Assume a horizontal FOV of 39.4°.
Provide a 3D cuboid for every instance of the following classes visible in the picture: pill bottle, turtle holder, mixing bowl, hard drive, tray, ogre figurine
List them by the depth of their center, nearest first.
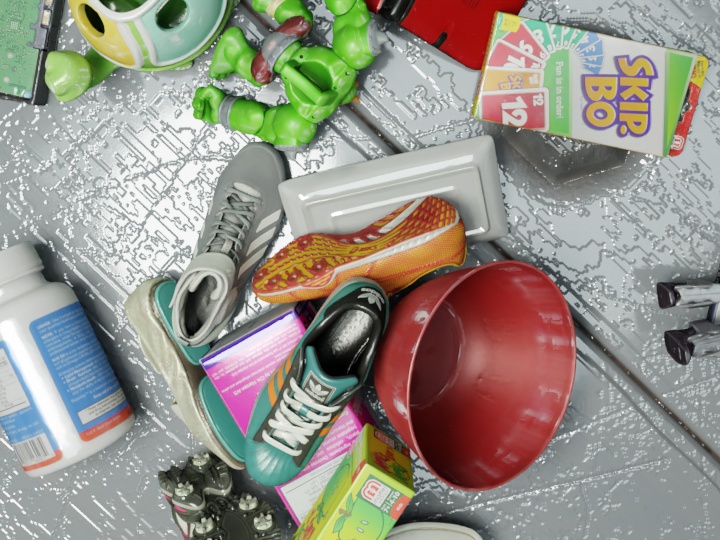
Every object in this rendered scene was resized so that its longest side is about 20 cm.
[{"bbox_3d":[-0.202,-0.241,0.877,0.185,0.132,0.141,-19,96,5],"label":"turtle holder"},{"bbox_3d":[-0.059,-0.185,0.888,0.200,0.098,0.120,-45,78,3],"label":"ogre figurine"},{"bbox_3d":[0.085,0.082,0.893,0.200,0.108,0.201,-8,104,-36],"label":"mixing bowl"},{"bbox_3d":[0.033,-0.052,0.923,0.199,0.022,0.108,-12,121,5],"label":"tray"},{"bbox_3d":[-0.300,0.079,0.934,0.112,0.112,0.200,-23,95,6],"label":"pill bottle"},{"bbox_3d":[-0.381,-0.241,0.935,0.199,0.038,0.140,12,98,3],"label":"hard drive"}]

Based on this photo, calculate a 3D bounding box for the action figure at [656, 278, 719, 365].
[{"bbox_3d":[0.369,0.032,0.888,0.199,0.069,0.131,-10,87,0],"label":"action figure"}]

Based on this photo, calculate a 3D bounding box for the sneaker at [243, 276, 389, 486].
[{"bbox_3d":[-0.041,0.097,0.834,0.071,0.080,0.200,29,97,-2],"label":"sneaker"}]

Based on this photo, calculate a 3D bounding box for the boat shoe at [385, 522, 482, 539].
[{"bbox_3d":[0.021,0.289,0.965,0.199,0.062,0.075,-19,78,-2],"label":"boat shoe"}]

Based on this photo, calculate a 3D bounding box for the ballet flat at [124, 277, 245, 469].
[{"bbox_3d":[-0.163,0.101,0.963,0.062,0.067,0.200,-24,92,34],"label":"ballet flat"}]

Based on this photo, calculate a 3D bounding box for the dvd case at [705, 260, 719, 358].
[{"bbox_3d":[0.410,-0.005,0.926,0.150,0.025,0.201,12,98,2],"label":"dvd case"}]

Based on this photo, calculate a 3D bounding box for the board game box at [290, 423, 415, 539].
[{"bbox_3d":[-0.028,0.236,0.841,0.048,0.102,0.200,32,98,-5],"label":"board game box"}]

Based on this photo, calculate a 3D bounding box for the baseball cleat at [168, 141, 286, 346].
[{"bbox_3d":[-0.114,-0.024,0.899,0.070,0.106,0.201,18,87,-5],"label":"baseball cleat"}]

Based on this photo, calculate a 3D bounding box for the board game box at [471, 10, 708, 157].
[{"bbox_3d":[0.208,-0.165,0.904,0.199,0.030,0.096,10,107,-5],"label":"board game box"}]

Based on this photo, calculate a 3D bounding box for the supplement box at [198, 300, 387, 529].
[{"bbox_3d":[-0.049,0.136,0.932,0.103,0.101,0.200,-28,96,6],"label":"supplement box"}]

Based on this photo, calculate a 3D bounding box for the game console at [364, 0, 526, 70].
[{"bbox_3d":[0.073,-0.312,0.910,0.172,0.119,0.200,23,100,-31],"label":"game console"}]

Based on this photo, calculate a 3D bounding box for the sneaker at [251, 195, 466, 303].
[{"bbox_3d":[0.000,0.000,0.901,0.199,0.073,0.077,-14,131,10],"label":"sneaker"}]

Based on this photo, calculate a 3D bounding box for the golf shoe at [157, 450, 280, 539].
[{"bbox_3d":[-0.119,0.244,0.914,0.077,0.200,0.088,-20,117,-19],"label":"golf shoe"}]
